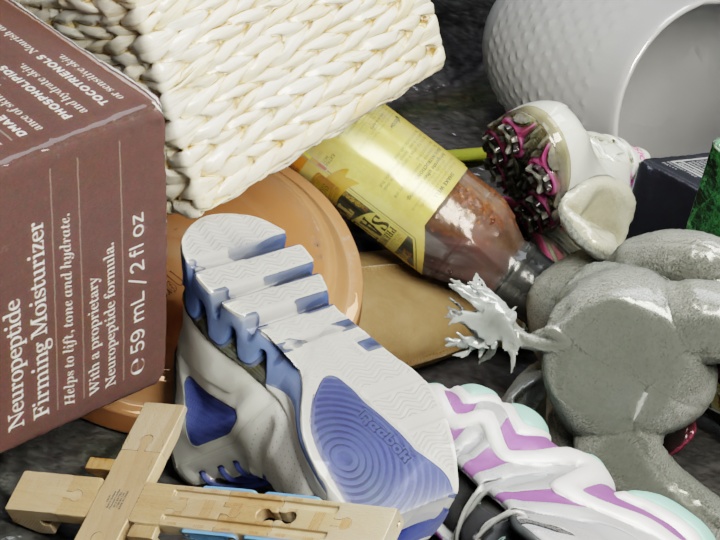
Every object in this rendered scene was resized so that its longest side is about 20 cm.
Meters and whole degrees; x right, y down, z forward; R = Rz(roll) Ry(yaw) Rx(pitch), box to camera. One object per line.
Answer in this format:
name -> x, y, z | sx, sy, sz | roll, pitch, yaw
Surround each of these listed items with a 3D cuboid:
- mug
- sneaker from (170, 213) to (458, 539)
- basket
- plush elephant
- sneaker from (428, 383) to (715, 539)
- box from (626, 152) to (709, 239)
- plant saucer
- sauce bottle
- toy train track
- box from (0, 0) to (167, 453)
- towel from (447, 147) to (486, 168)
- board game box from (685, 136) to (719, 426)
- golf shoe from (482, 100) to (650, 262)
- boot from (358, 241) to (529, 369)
mug -> 0.185, -0.126, 1.942 | 0.200, 0.148, 0.175 | 34, -3, -43
sneaker -> -0.032, 0.077, 1.385 | 0.080, 0.115, 0.200 | -14, 51, -31
basket -> -0.094, -0.145, 1.472 | 0.198, 0.161, 0.200 | 9, 35, 46
plush elephant -> 0.140, 0.040, 1.488 | 0.200, 0.165, 0.155 | 24, 15, 2
sneaker -> 0.063, 0.124, 1.365 | 0.200, 0.078, 0.140 | 23, 24, 20
box -> 0.283, 0.017, 1.671 | 0.198, 0.123, 0.200 | -10, 32, -43
plant saucer -> -0.097, 0.001, 1.504 | 0.200, 0.032, 0.201 | 4, 49, -4
sauce bottle -> 0.036, -0.035, 1.575 | 0.200, 0.066, 0.066 | 38, 26, 2
toy train track -> -0.070, 0.117, 1.305 | 0.200, 0.033, 0.115 | 3, 49, 29
box -> -0.217, -0.014, 1.352 | 0.200, 0.166, 0.164 | -25, 43, -33
towel -> -0.008, -0.058, 1.757 | 0.200, 0.018, 0.086 | -7, -1, -41
board game box -> 0.209, 0.020, 1.521 | 0.023, 0.200, 0.105 | -30, 63, -23
golf shoe -> 0.123, -0.058, 1.663 | 0.092, 0.200, 0.073 | -33, 72, -6
boot -> 0.000, 0.000, 1.624 | 0.200, 0.066, 0.175 | -9, 32, -40
